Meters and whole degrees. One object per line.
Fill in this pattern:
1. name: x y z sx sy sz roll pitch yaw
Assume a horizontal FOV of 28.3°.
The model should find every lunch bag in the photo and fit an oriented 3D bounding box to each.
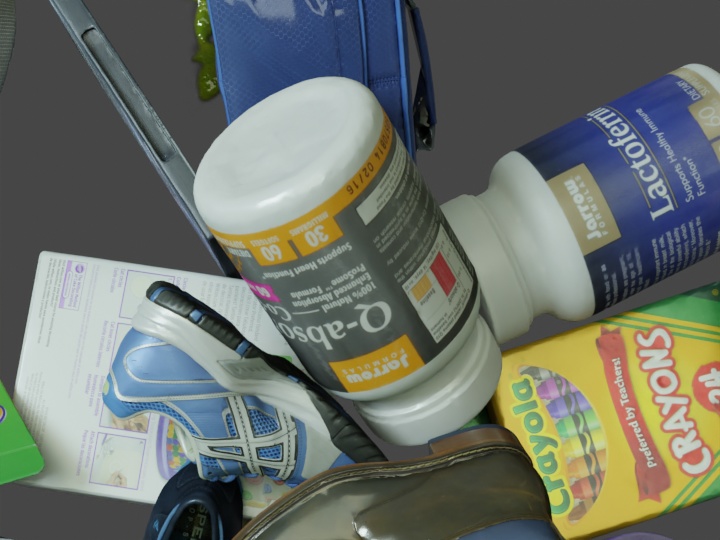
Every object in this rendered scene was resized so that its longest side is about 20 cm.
1. lunch bag: -0.020 -0.122 0.888 0.130 0.136 0.203 -7 112 0

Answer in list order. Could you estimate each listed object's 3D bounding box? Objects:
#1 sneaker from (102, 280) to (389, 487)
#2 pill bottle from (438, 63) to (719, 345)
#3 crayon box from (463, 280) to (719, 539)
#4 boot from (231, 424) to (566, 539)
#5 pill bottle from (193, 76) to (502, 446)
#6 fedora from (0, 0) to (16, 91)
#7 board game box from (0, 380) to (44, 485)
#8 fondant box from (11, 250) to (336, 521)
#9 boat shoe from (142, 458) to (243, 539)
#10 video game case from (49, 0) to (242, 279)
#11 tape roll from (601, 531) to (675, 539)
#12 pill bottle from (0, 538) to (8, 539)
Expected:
1. sneaker: -0.060 0.088 0.817 0.199 0.076 0.077 37 89 -22
2. pill bottle: 0.151 -0.038 0.899 0.198 0.116 0.117 -27 77 -6
3. crayon box: 0.154 0.099 0.898 0.197 0.051 0.128 -18 77 -4
4. boot: 0.017 0.157 0.779 0.198 0.075 0.097 -24 34 -8
5. pill bottle: 0.000 0.000 0.812 0.116 0.116 0.201 -39 123 -9
6. fedora: -0.287 -0.130 0.918 0.090 0.177 0.202 26 96 -36
7. board game box: -0.271 0.068 0.859 0.095 0.030 0.200 -13 45 -33
8. fondant box: -0.114 0.076 0.900 0.197 0.058 0.146 8 77 3
9. boat shoe: -0.118 0.210 0.833 0.083 0.069 0.203 6 99 1
10. video game case: -0.133 -0.086 0.896 0.019 0.143 0.201 -34 78 -6
11. tape roll: 0.153 0.253 0.794 0.198 0.065 0.203 19 59 -36
12. pill bottle: -0.230 0.202 0.788 0.198 0.115 0.117 3 73 36
